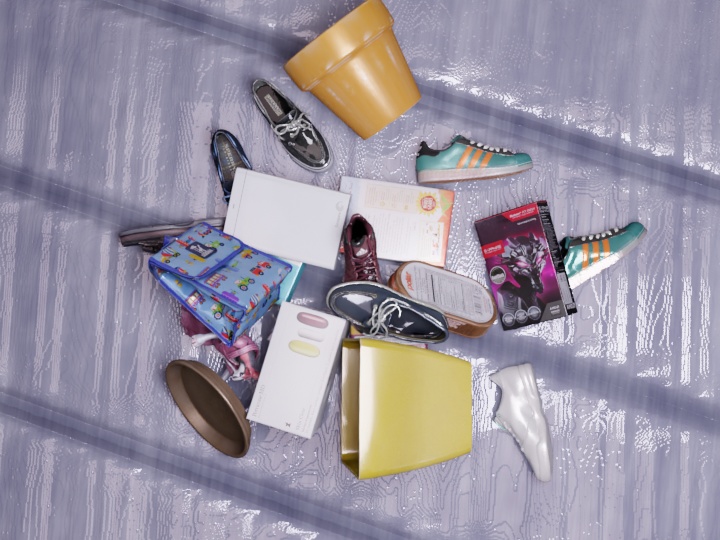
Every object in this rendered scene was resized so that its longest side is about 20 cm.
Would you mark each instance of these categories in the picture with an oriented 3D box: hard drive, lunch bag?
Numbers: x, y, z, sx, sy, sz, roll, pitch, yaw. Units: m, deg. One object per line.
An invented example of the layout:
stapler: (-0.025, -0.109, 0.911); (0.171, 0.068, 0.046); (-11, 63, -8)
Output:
hard drive: (-0.126, -0.088, 1.490); (0.200, 0.027, 0.132); (14, 99, 4)
lunch bag: (-0.240, 0.005, 1.435); (0.200, 0.151, 0.094); (33, 129, 8)

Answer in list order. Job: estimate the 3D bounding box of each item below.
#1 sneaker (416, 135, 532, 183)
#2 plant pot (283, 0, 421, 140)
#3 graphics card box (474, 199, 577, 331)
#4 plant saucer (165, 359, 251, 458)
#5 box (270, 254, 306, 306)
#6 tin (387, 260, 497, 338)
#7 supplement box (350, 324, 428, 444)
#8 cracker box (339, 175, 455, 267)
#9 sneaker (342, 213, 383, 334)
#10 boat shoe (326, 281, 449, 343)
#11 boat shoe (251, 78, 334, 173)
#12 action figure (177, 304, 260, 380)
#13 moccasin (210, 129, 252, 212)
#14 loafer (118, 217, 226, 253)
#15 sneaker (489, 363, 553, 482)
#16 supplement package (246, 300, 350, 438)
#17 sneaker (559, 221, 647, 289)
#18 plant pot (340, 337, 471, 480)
sneaker: (0.196, -0.197, 1.516); (0.200, 0.071, 0.080); (-4, 89, 3)
plant pot: (0.002, -0.332, 1.495); (0.200, 0.200, 0.183); (-37, 101, -1)
graphics card box: (0.279, -0.007, 1.489); (0.125, 0.051, 0.200); (-17, 86, 35)
plant saucer: (-0.250, 0.227, 1.467); (0.029, 0.200, 0.200); (-38, 84, -34)
box: (-0.128, -0.042, 1.537); (0.082, 0.049, 0.200); (23, 87, 4)
tin: (0.141, 0.046, 1.474); (0.200, 0.042, 0.112); (17, 42, -21)
supplement box: (0.051, 0.189, 1.485); (0.131, 0.103, 0.200); (-1, 85, 2)
cracker box: (0.056, -0.084, 1.528); (0.200, 0.058, 0.134); (9, 87, 2)
sneaker: (0.000, 0.000, 1.420); (0.076, 0.116, 0.200); (-10, 71, 0)
boat shoe: (0.044, 0.073, 1.378); (0.200, 0.062, 0.075); (20, 109, -11)
boat shoe: (-0.120, -0.257, 1.544); (0.074, 0.068, 0.199); (-34, 85, 0)
action figure: (-0.223, 0.115, 1.493); (0.149, 0.134, 0.200); (-34, 61, -25)
moccasin: (-0.219, -0.152, 1.539); (0.080, 0.068, 0.200); (-28, 87, 0)
loafer: (-0.323, -0.053, 1.538); (0.200, 0.072, 0.063); (-8, 92, 1)
sneaker: (0.273, 0.264, 1.494); (0.088, 0.075, 0.200); (-14, 79, 14)
supplement package: (-0.099, 0.162, 1.467); (0.111, 0.156, 0.200); (16, 87, 4)
sneaker: (0.393, -0.036, 1.503); (0.200, 0.071, 0.080); (-33, 89, 1)
plant pot: (0.070, 0.204, 1.342); (0.176, 0.200, 0.200); (1, 85, -8)
